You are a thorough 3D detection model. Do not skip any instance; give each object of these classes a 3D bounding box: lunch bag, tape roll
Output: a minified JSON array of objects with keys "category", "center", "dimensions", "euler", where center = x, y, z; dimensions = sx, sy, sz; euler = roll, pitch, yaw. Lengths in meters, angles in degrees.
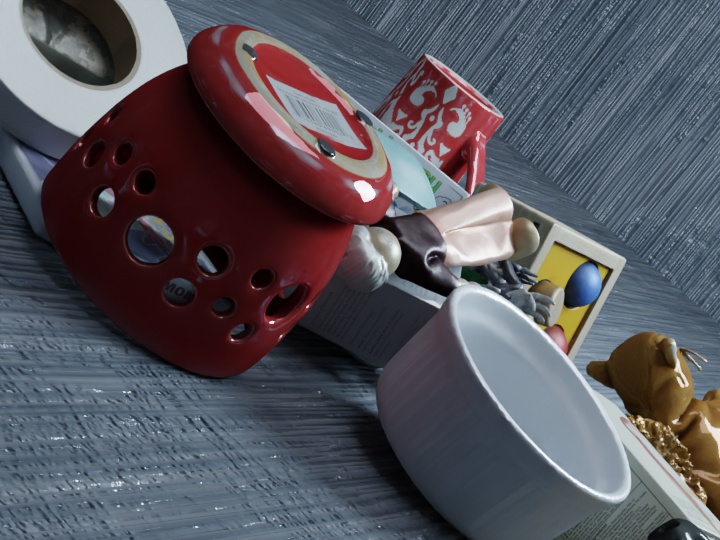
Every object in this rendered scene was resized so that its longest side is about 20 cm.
[{"category":"lunch bag","center":[-0.275,-0.207,1.467],"dimensions":[0.164,0.118,0.200],"euler":[33,17,-25]},{"category":"tape roll","center":[-0.223,-0.175,1.366],"dimensions":[0.202,0.037,0.204],"euler":[24,49,-31]}]

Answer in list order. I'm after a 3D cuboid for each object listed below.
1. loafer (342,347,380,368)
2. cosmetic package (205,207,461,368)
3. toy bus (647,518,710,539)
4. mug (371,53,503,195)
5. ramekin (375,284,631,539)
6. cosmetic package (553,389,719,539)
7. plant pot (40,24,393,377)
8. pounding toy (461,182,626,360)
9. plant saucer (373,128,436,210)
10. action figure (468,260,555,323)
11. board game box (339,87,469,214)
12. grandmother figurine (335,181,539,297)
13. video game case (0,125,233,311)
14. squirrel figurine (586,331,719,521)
[{"category":"loafer","center":[0.033,0.041,1.553],"dimensions":[0.070,0.070,0.200],"euler":[45,18,17]},{"category":"cosmetic package","center":[-0.021,-0.010,1.445],"dimensions":[0.199,0.081,0.113],"euler":[27,34,-7]},{"category":"toy bus","center":[0.187,0.271,1.091],"dimensions":[0.192,0.136,0.200],"euler":[58,19,12]},{"category":"mug","center":[0.064,-0.102,1.866],"dimensions":[0.177,0.200,0.133],"euler":[39,11,5]},{"category":"ramekin","center":[0.103,0.118,1.345],"dimensions":[0.200,0.098,0.201],"euler":[41,21,-20]},{"category":"cosmetic package","center":[0.206,0.190,1.450],"dimensions":[0.087,0.103,0.200],"euler":[29,17,-41]},{"category":"plant pot","center":[-0.092,-0.058,1.236],"dimensions":[0.200,0.183,0.201],"euler":[38,21,-17]},{"category":"pounding toy","center":[0.148,0.036,1.713],"dimensions":[0.142,0.185,0.200],"euler":[32,6,36]},{"category":"plant saucer","center":[-0.006,-0.115,1.615],"dimensions":[0.200,0.039,0.201],"euler":[32,1,-1]},{"category":"action figure","center":[0.118,0.053,1.530],"dimensions":[0.102,0.119,0.201],"euler":[10,49,8]},{"category":"board game box","center":[-0.006,-0.088,1.786],"dimensions":[0.200,0.126,0.035],"euler":[39,-5,7]},{"category":"grandmother figurine","center":[0.050,-0.026,1.399],"dimensions":[0.121,0.061,0.200],"euler":[42,35,25]},{"category":"video game case","center":[-0.195,-0.049,1.354],"dimensions":[0.182,0.023,0.200],"euler":[28,16,-38]},{"category":"squirrel figurine","center":[0.274,0.155,1.606],"dimensions":[0.200,0.141,0.187],"euler":[-34,105,-50]}]
